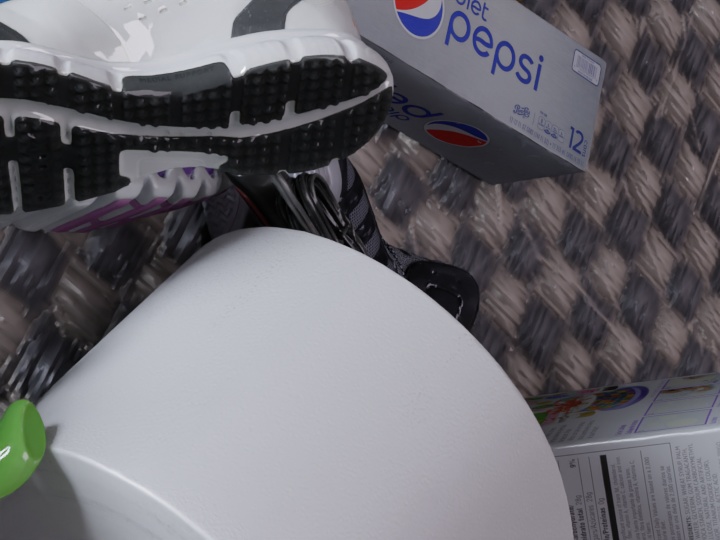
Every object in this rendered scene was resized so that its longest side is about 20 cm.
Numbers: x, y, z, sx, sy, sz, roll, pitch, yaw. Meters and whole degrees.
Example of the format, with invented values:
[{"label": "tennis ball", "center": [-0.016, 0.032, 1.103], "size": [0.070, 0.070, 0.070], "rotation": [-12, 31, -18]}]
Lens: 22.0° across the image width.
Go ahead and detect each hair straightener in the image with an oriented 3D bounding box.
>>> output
[{"label": "hair straightener", "center": [0.000, 0.000, 0.753], "size": [0.041, 0.077, 0.201], "rotation": [-38, 116, -16]}]

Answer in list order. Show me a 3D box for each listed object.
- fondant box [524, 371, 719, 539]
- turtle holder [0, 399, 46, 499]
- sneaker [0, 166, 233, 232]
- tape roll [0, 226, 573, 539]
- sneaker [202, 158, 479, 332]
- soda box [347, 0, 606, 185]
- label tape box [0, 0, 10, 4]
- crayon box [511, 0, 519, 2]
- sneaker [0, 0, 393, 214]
[{"label": "fondant box", "center": [0.127, 0.089, 0.847], "size": [0.144, 0.198, 0.059], "rotation": [-22, 104, -73]}, {"label": "turtle holder", "center": [-0.188, 0.067, 0.611], "size": [0.186, 0.131, 0.141], "rotation": [58, 21, -13]}, {"label": "sneaker", "center": [-0.134, -0.061, 0.733], "size": [0.199, 0.080, 0.089], "rotation": [-1, 79, -42]}, {"label": "tape roll", "center": [-0.038, 0.105, 0.718], "size": [0.139, 0.202, 0.204], "rotation": [-44, 114, -36]}, {"label": "sneaker", "center": [-0.008, -0.015, 0.849], "size": [0.113, 0.075, 0.202], "rotation": [-10, 98, -44]}, {"label": "soda box", "center": [0.029, -0.109, 0.893], "size": [0.199, 0.068, 0.064], "rotation": [26, 69, -38]}, {"label": "label tape box", "center": [-0.127, -0.170, 0.743], "size": [0.142, 0.066, 0.202], "rotation": [13, 72, -42]}, {"label": "crayon box", "center": [0.021, -0.201, 0.861], "size": [0.199, 0.118, 0.059], "rotation": [35, 63, -35]}, {"label": "sneaker", "center": [-0.092, -0.074, 0.674], "size": [0.198, 0.074, 0.080], "rotation": [-4, 51, -19]}]
